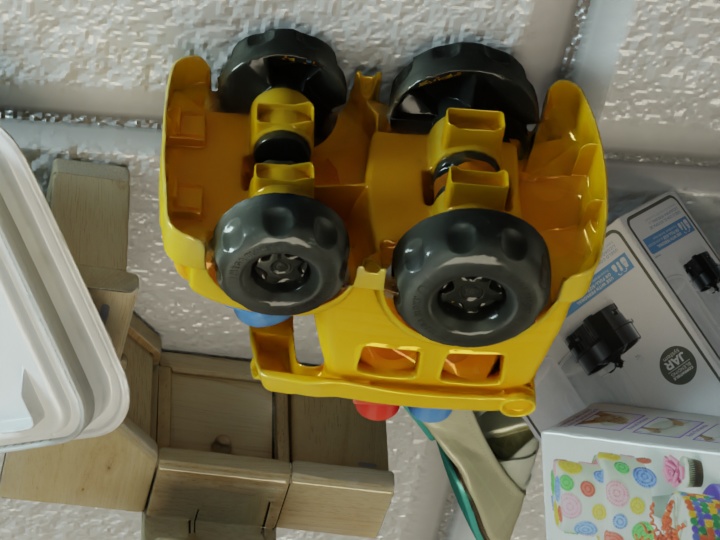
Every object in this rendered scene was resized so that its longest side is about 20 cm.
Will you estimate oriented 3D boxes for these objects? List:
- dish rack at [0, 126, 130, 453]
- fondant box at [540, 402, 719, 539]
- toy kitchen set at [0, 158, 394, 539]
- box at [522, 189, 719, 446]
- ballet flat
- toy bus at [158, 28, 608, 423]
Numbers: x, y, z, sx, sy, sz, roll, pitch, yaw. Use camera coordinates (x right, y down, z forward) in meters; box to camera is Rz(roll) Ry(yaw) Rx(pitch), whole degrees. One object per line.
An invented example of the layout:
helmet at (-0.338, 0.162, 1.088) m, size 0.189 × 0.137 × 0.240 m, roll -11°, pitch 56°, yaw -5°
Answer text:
dish rack at (-0.218, 0.021, 1.205) m, size 0.199 × 0.044 × 0.173 m, roll -9°, pitch 114°, yaw 33°
fondant box at (0.185, 0.146, 1.192) m, size 0.199 × 0.058 × 0.146 m, roll 5°, pitch 106°, yaw 31°
toy kitchen set at (-0.070, 0.077, 1.267) m, size 0.198 × 0.164 × 0.181 m, roll 7°, pitch 139°, yaw -11°
box at (0.157, 0.077, 1.262) m, size 0.116 × 0.201 × 0.060 m, roll -37°, pitch 173°, yaw 36°
ballet flat at (0.060, 0.078, 1.356) m, size 0.069 × 0.070 × 0.200 m, roll -15°, pitch 138°, yaw 15°
toy bus at (0.000, 0.000, 1.199) m, size 0.198 × 0.136 × 0.193 m, roll 5°, pitch 139°, yaw -7°
